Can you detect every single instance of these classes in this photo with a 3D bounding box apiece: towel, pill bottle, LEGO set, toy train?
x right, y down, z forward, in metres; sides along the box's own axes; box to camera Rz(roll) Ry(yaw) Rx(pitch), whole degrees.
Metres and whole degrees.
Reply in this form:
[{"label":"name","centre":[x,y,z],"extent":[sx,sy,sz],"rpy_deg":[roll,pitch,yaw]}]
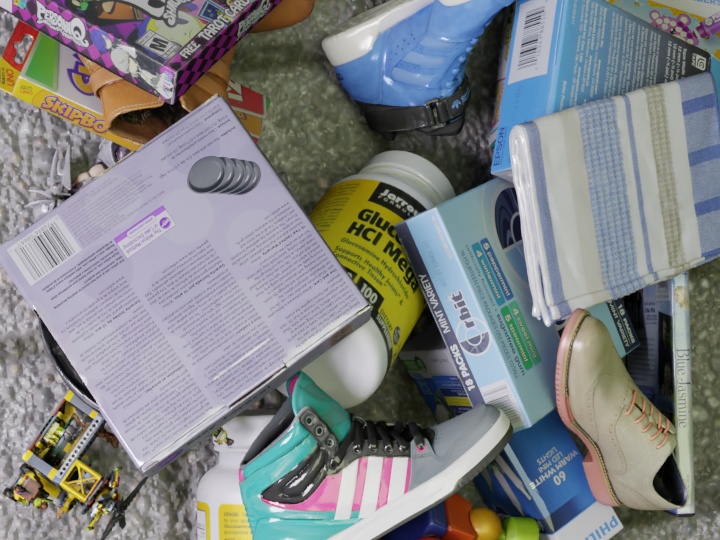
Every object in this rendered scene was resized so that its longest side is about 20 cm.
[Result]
[{"label":"towel","centre":[0.195,-0.056,1.266],"extent":[0.199,0.024,0.149],"rpy_deg":[-18,105,-31]},{"label":"pill bottle","centre":[-0.064,0.207,1.283],"extent":[0.111,0.112,0.203],"rpy_deg":[-1,89,-19]},{"label":"pill bottle","centre":[0.000,0.000,1.288],"extent":[0.112,0.112,0.201],"rpy_deg":[45,44,-13]},{"label":"LEGO set","centre":[-0.152,0.113,1.242],"extent":[0.115,0.154,0.201],"rpy_deg":[34,69,2]},{"label":"toy train","centre":[0.086,0.194,1.308],"extent":[0.115,0.201,0.085],"rpy_deg":[13,39,-18]}]

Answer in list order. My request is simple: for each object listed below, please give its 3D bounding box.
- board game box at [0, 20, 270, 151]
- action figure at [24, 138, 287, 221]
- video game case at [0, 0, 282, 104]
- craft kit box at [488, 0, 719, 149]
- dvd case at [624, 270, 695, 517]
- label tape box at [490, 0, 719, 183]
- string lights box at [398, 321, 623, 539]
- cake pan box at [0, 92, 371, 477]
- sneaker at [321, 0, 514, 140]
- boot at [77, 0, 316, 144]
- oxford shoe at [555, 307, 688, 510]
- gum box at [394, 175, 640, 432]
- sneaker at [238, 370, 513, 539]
[{"label":"board game box","centre":[-0.168,-0.132,1.280],"extent":[0.198,0.030,0.096],"rpy_deg":[23,46,-10]},{"label":"action figure","centre":[-0.155,-0.042,1.286],"extent":[0.198,0.069,0.132],"rpy_deg":[5,68,-28]},{"label":"video game case","centre":[-0.151,-0.221,1.235],"extent":[0.180,0.036,0.200],"rpy_deg":[30,49,13]},{"label":"craft kit box","centre":[0.214,-0.181,1.409],"extent":[0.198,0.049,0.200],"rpy_deg":[9,74,-8]},{"label":"dvd case","centre":[0.239,0.090,1.388],"extent":[0.017,0.143,0.203],"rpy_deg":[-1,89,-6]},{"label":"label tape box","centre":[0.201,-0.116,1.329],"extent":[0.199,0.066,0.145],"rpy_deg":[19,73,-35]},{"label":"string lights box","centre":[0.117,0.132,1.363],"extent":[0.059,0.103,0.201],"rpy_deg":[-33,99,-19]},{"label":"cake pan box","centre":[-0.121,0.012,1.161],"extent":[0.199,0.052,0.185],"rpy_deg":[-36,77,-8]},{"label":"sneaker","centre":[0.073,-0.167,1.326],"extent":[0.112,0.199,0.077],"rpy_deg":[60,32,-14]},{"label":"boot","centre":[-0.111,-0.161,1.263],"extent":[0.198,0.077,0.156],"rpy_deg":[2,51,-27]},{"label":"oxford shoe","centre":[0.196,0.103,1.264],"extent":[0.071,0.073,0.201],"rpy_deg":[-59,141,-30]},{"label":"gum box","centre":[0.124,0.014,1.304],"extent":[0.199,0.044,0.171],"rpy_deg":[-25,92,-55]},{"label":"sneaker","centre":[-0.002,0.116,1.195],"extent":[0.199,0.084,0.122],"rpy_deg":[-30,99,-7]}]
